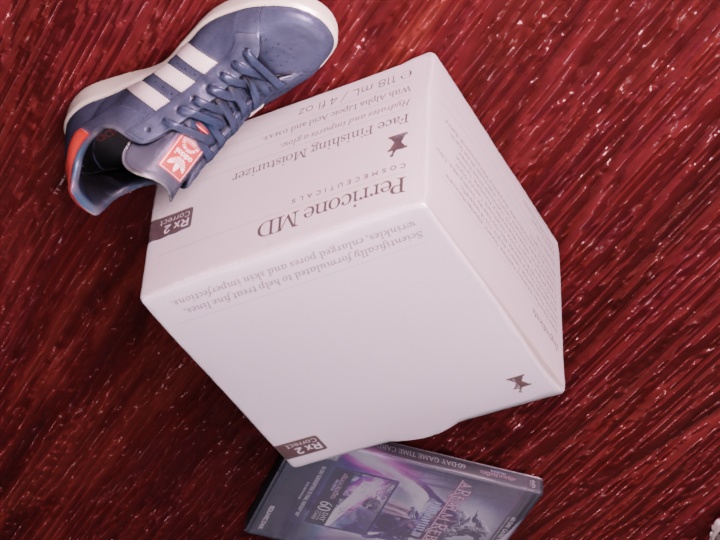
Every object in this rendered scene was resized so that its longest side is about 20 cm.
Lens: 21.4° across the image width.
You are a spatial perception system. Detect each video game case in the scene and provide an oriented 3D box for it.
[{"bbox_3d":[0.024,0.184,1.489,0.199,0.019,0.143,15,138,-12],"label":"video game case"}]

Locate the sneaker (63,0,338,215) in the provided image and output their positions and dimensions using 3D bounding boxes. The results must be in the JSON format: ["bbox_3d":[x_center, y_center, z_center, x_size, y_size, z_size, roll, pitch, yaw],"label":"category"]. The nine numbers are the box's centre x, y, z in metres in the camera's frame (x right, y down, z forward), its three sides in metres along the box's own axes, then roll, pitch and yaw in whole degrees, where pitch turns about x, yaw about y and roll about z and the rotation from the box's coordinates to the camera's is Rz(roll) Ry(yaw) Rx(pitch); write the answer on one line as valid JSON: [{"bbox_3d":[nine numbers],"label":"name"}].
[{"bbox_3d":[-0.096,-0.091,1.127,0.199,0.085,0.075,-27,131,30],"label":"sneaker"}]

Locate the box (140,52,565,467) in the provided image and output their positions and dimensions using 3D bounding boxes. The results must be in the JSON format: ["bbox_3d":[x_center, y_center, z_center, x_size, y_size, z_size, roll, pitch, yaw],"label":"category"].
[{"bbox_3d":[0.000,0.000,1.191,0.198,0.131,0.200,-18,135,22],"label":"box"}]

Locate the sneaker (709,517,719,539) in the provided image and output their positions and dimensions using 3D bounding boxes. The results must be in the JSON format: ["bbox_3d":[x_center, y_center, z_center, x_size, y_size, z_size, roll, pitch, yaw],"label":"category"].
[{"bbox_3d":[0.298,0.260,1.504,0.073,0.088,0.200,14,138,-13],"label":"sneaker"}]
